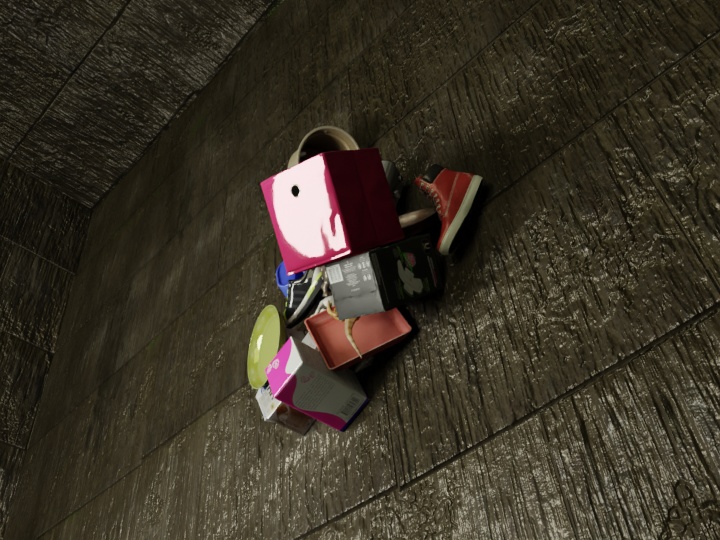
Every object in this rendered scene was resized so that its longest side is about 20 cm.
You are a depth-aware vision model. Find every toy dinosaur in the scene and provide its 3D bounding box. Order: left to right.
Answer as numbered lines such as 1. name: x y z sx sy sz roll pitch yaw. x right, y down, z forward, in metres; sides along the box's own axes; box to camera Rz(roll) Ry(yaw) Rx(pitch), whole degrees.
1. toy dinosaur: -0.020 0.097 1.546 0.104 0.061 0.201 0 39 23

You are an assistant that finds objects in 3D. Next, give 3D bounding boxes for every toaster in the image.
1. toaster: 0.009 -0.188 1.766 0.196 0.115 0.130 -10 38 20

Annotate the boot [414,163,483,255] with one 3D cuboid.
1. boot: 0.169 -0.135 1.540 0.142 0.073 0.203 18 67 15

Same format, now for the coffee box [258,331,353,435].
1. coffee box: -0.125 0.260 1.622 0.201 0.114 0.080 -54 34 6

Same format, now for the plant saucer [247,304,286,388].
1. plant saucer: -0.223 0.186 1.713 0.200 0.031 0.204 -40 44 51

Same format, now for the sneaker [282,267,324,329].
1. sneaker: -0.149 0.059 1.729 0.201 0.083 0.072 -52 -11 16

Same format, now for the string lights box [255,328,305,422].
1. string lights box: -0.184 0.253 1.705 0.203 0.058 0.103 -67 30 17

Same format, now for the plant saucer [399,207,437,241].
1. plant saucer: 0.087 -0.095 1.626 0.197 0.033 0.200 -19 10 3

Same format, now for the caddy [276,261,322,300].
1. caddy: -0.138 0.023 1.841 0.140 0.106 0.201 -35 24 6

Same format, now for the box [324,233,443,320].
1. box: 0.051 0.013 1.494 0.147 0.198 0.127 -14 91 46

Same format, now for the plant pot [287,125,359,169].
1. plant pot: -0.118 -0.296 2.022 0.203 0.199 0.183 -64 23 -11

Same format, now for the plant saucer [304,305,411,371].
1. plant saucer: -0.006 0.133 1.574 0.197 0.037 0.200 -25 35 -8

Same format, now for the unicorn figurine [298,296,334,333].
1. unicorn figurine: -0.081 0.097 1.726 0.138 0.074 0.199 -55 23 -23

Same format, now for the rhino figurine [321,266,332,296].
1. rhino figurine: 0.000 0.000 1.655 0.196 0.060 0.089 -12 86 0

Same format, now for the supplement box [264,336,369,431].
1. supplement box: -0.093 0.244 1.515 0.102 0.199 0.104 -49 34 10

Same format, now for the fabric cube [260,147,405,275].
1. fabric cube: -0.058 -0.124 1.479 0.194 0.199 0.203 -16 90 39
